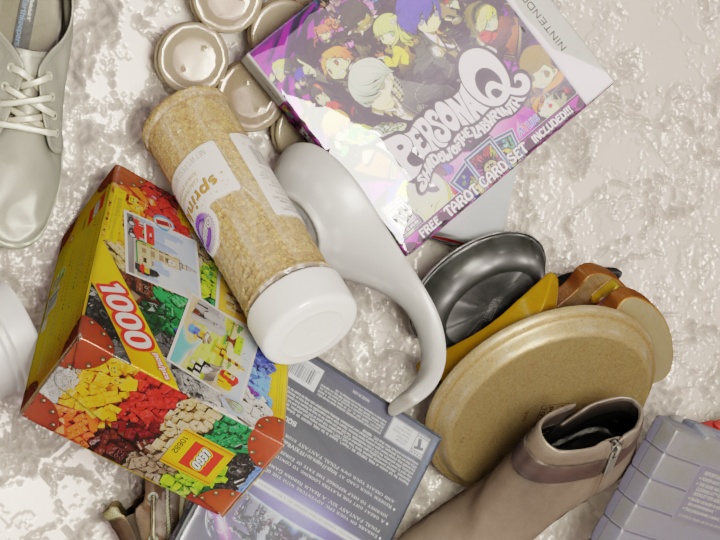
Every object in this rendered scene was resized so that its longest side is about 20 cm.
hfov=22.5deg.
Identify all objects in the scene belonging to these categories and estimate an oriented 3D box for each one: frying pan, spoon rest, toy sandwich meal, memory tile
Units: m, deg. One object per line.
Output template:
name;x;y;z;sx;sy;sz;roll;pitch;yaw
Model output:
frying pan;0.113;0.027;1.353;0.190;0.031;0.115;20;119;-46
spoon rest;0.000;0.000;1.266;0.061;0.099;0.200;-27;86;-32
toy sandwich meal;0.132;0.079;1.339;0.205;0.070;0.205;-14;135;-14
memory tile;-0.043;-0.189;1.288;0.153;0.017;0.200;30;89;-21

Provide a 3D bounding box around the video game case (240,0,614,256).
video game case;0.049;-0.140;1.274;0.200;0.036;0.181;-39;96;-9

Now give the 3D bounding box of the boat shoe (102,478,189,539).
boat shoe;-0.142;0.176;1.255;0.075;0.075;0.203;9;80;-9

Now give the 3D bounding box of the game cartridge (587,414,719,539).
game cartridge;0.262;0.185;1.343;0.200;0.038;0.130;21;96;-36

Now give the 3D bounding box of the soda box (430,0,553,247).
soda box;0.083;-0.119;1.335;0.068;0.063;0.200;15;86;-20

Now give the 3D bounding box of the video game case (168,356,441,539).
video game case;-0.044;0.166;1.241;0.143;0.019;0.200;34;73;-20

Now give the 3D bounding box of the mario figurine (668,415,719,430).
mario figurine;0.309;0.135;1.435;0.200;0.106;0.123;-59;145;0

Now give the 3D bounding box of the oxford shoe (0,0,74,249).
oxford shoe;-0.229;-0.114;1.219;0.075;0.058;0.200;6;90;-24

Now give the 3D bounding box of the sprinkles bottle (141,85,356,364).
sprinkles bottle;-0.076;-0.032;1.199;0.068;0.068;0.200;-20;57;-20

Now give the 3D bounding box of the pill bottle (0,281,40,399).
pill bottle;-0.305;0.081;1.166;0.200;0.104;0.104;-26;100;-19

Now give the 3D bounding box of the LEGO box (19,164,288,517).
LEGO box;-0.126;0.042;1.185;0.149;0.200;0.077;29;120;-19

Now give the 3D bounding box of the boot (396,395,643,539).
boot;0.109;0.154;1.279;0.200;0.146;0.070;-25;66;-32
